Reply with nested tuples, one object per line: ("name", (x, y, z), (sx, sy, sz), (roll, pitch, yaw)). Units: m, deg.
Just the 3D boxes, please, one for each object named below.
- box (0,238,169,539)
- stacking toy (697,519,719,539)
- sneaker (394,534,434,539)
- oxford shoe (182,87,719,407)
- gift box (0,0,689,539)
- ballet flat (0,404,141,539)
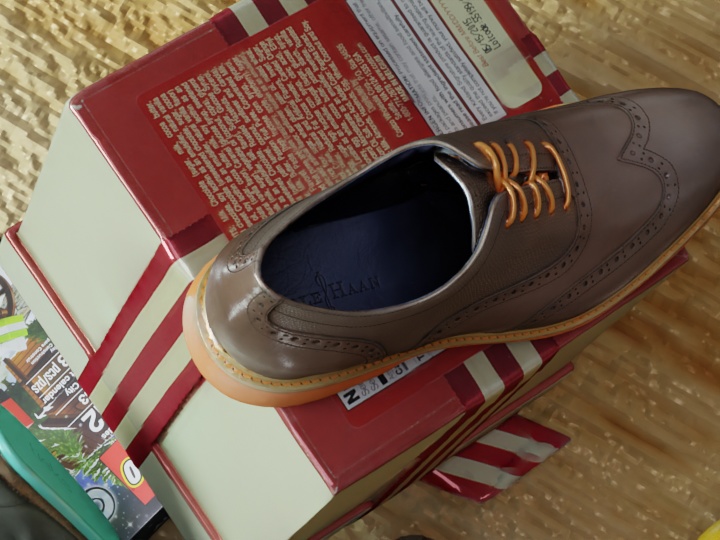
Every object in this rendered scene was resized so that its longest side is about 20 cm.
("box", (-0.173, 0.098, 0.932), (0.137, 0.038, 0.200), (44, 87, 9))
("stacking toy", (0.158, 0.137, 0.871), (0.146, 0.146, 0.200), (26, 68, 8))
("sneaker", (0.030, 0.197, 0.892), (0.070, 0.076, 0.200), (0, 104, 6))
("oxford shoe", (0.044, -0.014, 0.737), (0.200, 0.073, 0.071), (-25, 79, -23))
("gift box", (0.000, 0.000, 0.862), (0.200, 0.187, 0.185), (-26, 80, -24))
("ballet flat", (-0.099, 0.123, 0.875), (0.068, 0.068, 0.200), (-41, 120, 7))
